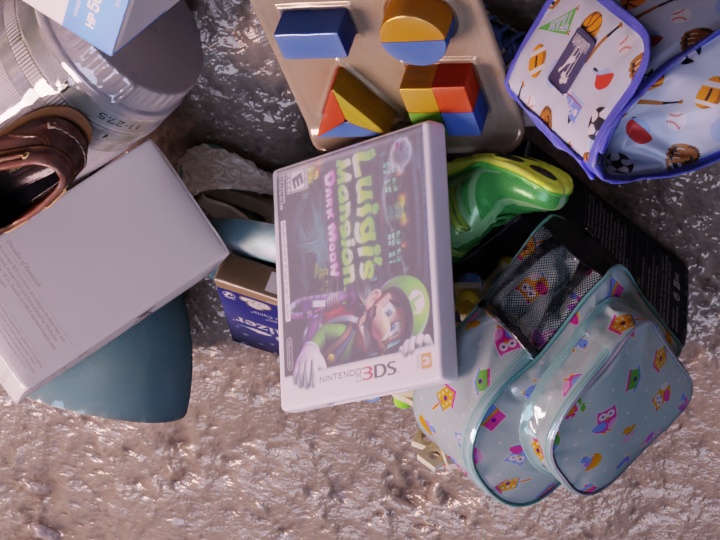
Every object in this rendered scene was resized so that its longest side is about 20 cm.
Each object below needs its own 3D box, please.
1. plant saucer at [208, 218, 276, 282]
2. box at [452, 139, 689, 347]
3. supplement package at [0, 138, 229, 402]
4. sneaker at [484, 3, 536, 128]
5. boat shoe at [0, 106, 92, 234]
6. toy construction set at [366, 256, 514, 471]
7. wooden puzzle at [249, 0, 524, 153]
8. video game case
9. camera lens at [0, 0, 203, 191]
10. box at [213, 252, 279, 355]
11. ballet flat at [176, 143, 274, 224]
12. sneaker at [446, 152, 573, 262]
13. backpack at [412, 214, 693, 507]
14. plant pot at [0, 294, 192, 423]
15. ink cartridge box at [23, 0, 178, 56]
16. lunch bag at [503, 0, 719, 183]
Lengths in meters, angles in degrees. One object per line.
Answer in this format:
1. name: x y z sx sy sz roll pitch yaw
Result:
1. plant saucer: -0.055 0.011 1.756 0.199 0.028 0.200 17 161 6
2. box: 0.159 0.011 1.729 0.200 0.105 0.148 38 128 -22
3. supplement package: -0.225 0.002 1.653 0.118 0.200 0.117 55 164 0
4. sneaker: 0.091 -0.170 1.596 0.199 0.076 0.077 13 137 -3
5. boat shoe: -0.290 -0.058 1.556 0.200 0.070 0.070 -30 123 33
6. toy construction set: 0.061 0.070 1.677 0.131 0.092 0.201 7 122 5
7. wooden puzzle: 0.015 -0.160 1.548 0.184 0.046 0.200 1 137 24
8. video game case: 0.000 0.000 1.586 0.023 0.201 0.181 9 163 -43
9. camera lens: -0.244 -0.153 1.617 0.200 0.160 0.160 -32 119 32
10. box: -0.057 0.047 1.768 0.121 0.033 0.200 18 163 8
11. ballet flat: -0.069 -0.044 1.749 0.199 0.072 0.072 20 132 -9
12. sneaker: 0.089 -0.048 1.609 0.074 0.084 0.200 5 174 -44
13. backpack: 0.146 0.087 1.569 0.200 0.153 0.176 -41 143 1
14. plant pot: -0.233 0.038 1.791 0.199 0.200 0.135 15 97 -3
15. ink cartridge box: -0.215 -0.266 1.481 0.200 0.146 0.084 33 133 6
16. lunch bag: 0.217 -0.155 1.477 0.200 0.170 0.124 -32 122 -2
